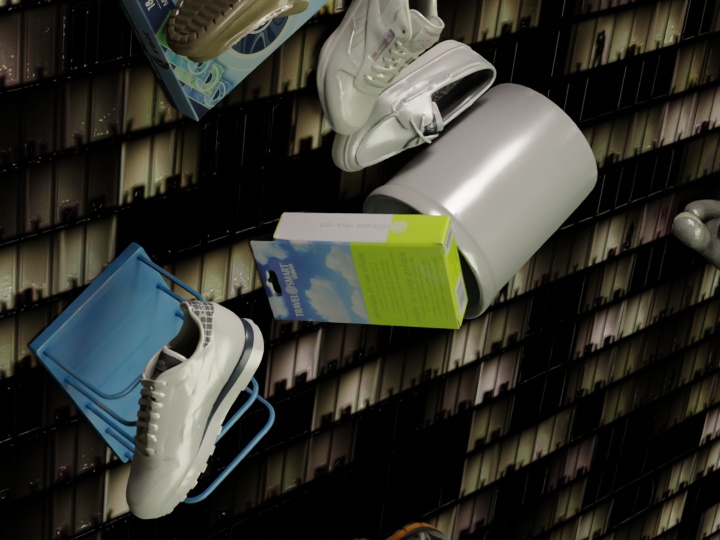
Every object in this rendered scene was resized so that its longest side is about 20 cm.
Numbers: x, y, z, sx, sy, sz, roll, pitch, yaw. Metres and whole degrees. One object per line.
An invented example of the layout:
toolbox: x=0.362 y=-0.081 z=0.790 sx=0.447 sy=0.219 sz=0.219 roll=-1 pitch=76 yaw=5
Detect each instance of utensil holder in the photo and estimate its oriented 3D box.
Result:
utensil holder: x=0.128 y=-0.077 z=1.831 sx=0.200 sy=0.170 sz=0.170 roll=-45 pitch=141 yaw=-23

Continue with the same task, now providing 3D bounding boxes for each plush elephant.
plush elephant: x=0.523 y=-0.064 z=2.303 sx=0.155 sy=0.165 sz=0.200 roll=-50 pitch=173 yaw=10

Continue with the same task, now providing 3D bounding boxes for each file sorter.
file sorter: x=-0.185 y=0.103 z=1.627 sx=0.139 sy=0.123 sz=0.200 roll=-47 pitch=141 yaw=-17

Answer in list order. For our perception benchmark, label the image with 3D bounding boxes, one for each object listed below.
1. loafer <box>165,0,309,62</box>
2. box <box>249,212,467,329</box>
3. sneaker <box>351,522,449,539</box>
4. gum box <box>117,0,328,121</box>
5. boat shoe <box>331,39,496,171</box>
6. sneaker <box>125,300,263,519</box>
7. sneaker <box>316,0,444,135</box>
loafer: x=-0.081 y=-0.239 z=1.476 sx=0.200 sy=0.076 sz=0.067 roll=-45 pitch=133 yaw=-18
box: x=0.000 y=0.000 z=1.744 sx=0.122 sy=0.200 sz=0.048 roll=75 pitch=24 yaw=-43
sneaker: x=0.052 y=0.365 z=2.118 sx=0.200 sy=0.077 sz=0.078 roll=-6 pitch=117 yaw=-48
gum box: x=-0.115 y=-0.259 z=1.523 sx=0.200 sy=0.045 sz=0.170 roll=-44 pitch=140 yaw=-18
boat shoe: x=0.058 y=-0.161 z=1.770 sx=0.200 sy=0.068 sz=0.072 roll=-35 pitch=137 yaw=-29
sneaker: x=-0.165 y=0.120 z=1.514 sx=0.080 sy=0.076 sz=0.200 roll=24 pitch=91 yaw=-41
sneaker: x=0.021 y=-0.218 z=1.663 sx=0.075 sy=0.100 sz=0.200 roll=-2 pitch=117 yaw=-51
